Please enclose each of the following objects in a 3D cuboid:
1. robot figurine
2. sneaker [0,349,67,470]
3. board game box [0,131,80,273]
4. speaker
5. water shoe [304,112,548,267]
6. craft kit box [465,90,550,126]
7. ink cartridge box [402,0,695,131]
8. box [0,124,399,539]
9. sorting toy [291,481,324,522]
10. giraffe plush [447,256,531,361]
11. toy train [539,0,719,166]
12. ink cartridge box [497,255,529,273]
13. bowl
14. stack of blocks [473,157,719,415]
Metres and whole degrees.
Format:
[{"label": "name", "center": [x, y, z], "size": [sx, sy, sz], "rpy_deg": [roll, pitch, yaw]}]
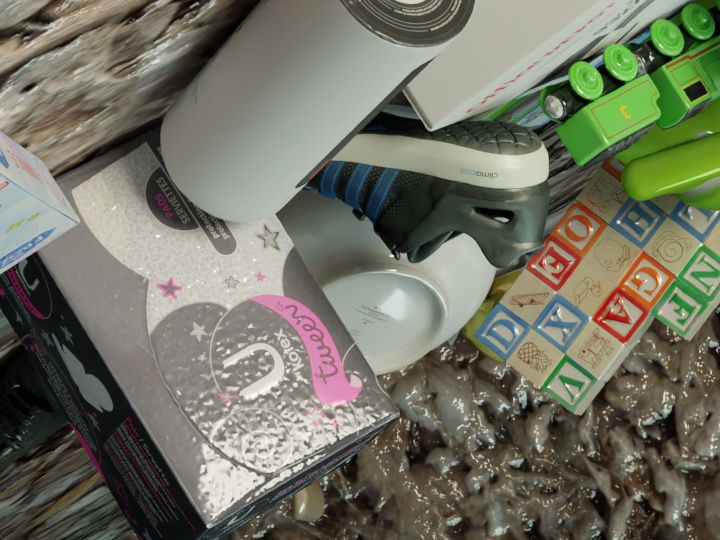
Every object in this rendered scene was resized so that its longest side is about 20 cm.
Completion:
[{"label": "robot figurine", "center": [0.195, -0.115, 1.615], "size": [0.116, 0.200, 0.176], "rpy_deg": [-48, -158, 24]}, {"label": "sneaker", "center": [-0.242, 0.103, 1.802], "size": [0.104, 0.060, 0.200], "rpy_deg": [-36, 177, -8]}, {"label": "board game box", "center": [-0.238, 0.004, 1.193], "size": [0.200, 0.041, 0.200], "rpy_deg": [-32, 173, 0]}, {"label": "speaker", "center": [-0.026, -0.098, 1.262], "size": [0.081, 0.081, 0.200], "rpy_deg": [-27, 171, -36]}, {"label": "water shoe", "center": [0.015, -0.043, 1.449], "size": [0.200, 0.079, 0.071], "rpy_deg": [8, -161, 41]}, {"label": "craft kit box", "center": [0.160, -0.163, 1.787], "size": [0.200, 0.049, 0.197], "rpy_deg": [-35, 175, 23]}, {"label": "ink cartridge box", "center": [0.115, -0.162, 1.404], "size": [0.145, 0.084, 0.200], "rpy_deg": [-36, 173, 38]}, {"label": "box", "center": [-0.093, 0.035, 1.390], "size": [0.132, 0.200, 0.115], "rpy_deg": [-29, 174, -24]}, {"label": "sorting toy", "center": [-0.098, 0.091, 1.761], "size": [0.036, 0.200, 0.185], "rpy_deg": [-40, 174, -2]}, {"label": "giraffe plush", "center": [0.047, 0.009, 2.134], "size": [0.162, 0.173, 0.200], "rpy_deg": [-10, -161, 37]}, {"label": "toy train", "center": [0.177, -0.112, 1.452], "size": [0.200, 0.057, 0.042], "rpy_deg": [-28, 173, -38]}, {"label": "ink cartridge box", "center": [0.002, -0.009, 1.765], "size": [0.199, 0.084, 0.145], "rpy_deg": [-20, 175, 11]}, {"label": "bowl", "center": [0.000, 0.000, 1.588], "size": [0.200, 0.091, 0.201], "rpy_deg": [-6, 137, -6]}, {"label": "stack of blocks", "center": [0.183, 0.001, 1.748], "size": [0.200, 0.115, 0.059], "rpy_deg": [-53, 169, 2]}]
